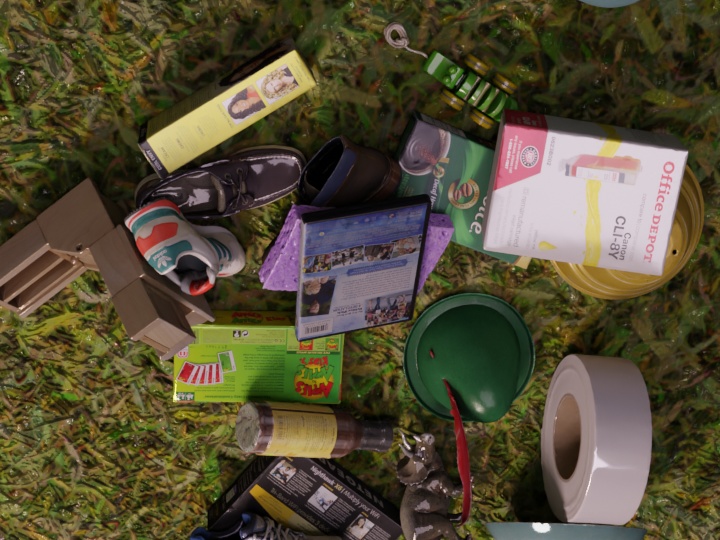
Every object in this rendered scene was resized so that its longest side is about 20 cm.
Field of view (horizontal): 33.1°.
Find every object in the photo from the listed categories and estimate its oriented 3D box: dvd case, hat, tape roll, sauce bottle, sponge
[{"bbox_3d":[0.000,0.000,1.344,0.142,0.018,0.200,-10,140,-15],"label":"dvd case"},{"bbox_3d":[0.146,0.149,1.425,0.165,0.176,0.201,-20,111,1],"label":"hat"},{"bbox_3d":[0.278,0.202,1.450,0.071,0.203,0.203,4,110,-9],"label":"tape roll"},{"bbox_3d":[-0.051,0.194,1.453,0.199,0.065,0.065,10,110,-32],"label":"sauce bottle"},{"bbox_3d":[-0.004,-0.021,1.357,0.199,0.030,0.112,3,136,-27],"label":"sponge"}]

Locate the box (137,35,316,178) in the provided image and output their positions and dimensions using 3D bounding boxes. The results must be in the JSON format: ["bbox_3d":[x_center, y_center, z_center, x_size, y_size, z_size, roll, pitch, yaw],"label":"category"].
[{"bbox_3d":[-0.147,-0.180,1.325,0.200,0.075,0.050,-31,113,4],"label":"box"}]

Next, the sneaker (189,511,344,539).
[{"bbox_3d":[-0.114,0.336,1.465,0.199,0.077,0.085,-6,107,-4],"label":"sneaker"}]

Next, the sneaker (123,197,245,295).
[{"bbox_3d":[-0.181,-0.007,1.328,0.070,0.094,0.200,-31,156,12],"label":"sneaker"}]

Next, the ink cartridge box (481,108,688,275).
[{"bbox_3d":[0.242,-0.085,1.323,0.199,0.083,0.146,9,108,2],"label":"ink cartridge box"}]

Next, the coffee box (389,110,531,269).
[{"bbox_3d":[0.128,-0.092,1.404,0.199,0.044,0.123,22,107,-14],"label":"coffee box"}]

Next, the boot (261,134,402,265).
[{"bbox_3d":[-0.056,-0.074,1.352,0.200,0.075,0.097,-41,142,14],"label":"boot"}]

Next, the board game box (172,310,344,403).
[{"bbox_3d":[-0.122,0.103,1.447,0.199,0.048,0.102,1,111,-7],"label":"board game box"}]

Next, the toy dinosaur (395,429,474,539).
[{"bbox_3d":[0.088,0.298,1.519,0.102,0.077,0.201,2,89,-7],"label":"toy dinosaur"}]

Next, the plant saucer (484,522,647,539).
[{"bbox_3d":[0.254,0.335,1.504,0.199,0.200,0.036,5,77,-8],"label":"plant saucer"}]

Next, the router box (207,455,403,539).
[{"bbox_3d":[-0.068,0.315,1.529,0.200,0.052,0.157,40,101,-18],"label":"router box"}]

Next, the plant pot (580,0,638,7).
[{"bbox_3d":[0.262,-0.354,1.262,0.200,0.201,0.135,-21,147,2],"label":"plant pot"}]

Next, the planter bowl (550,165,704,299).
[{"bbox_3d":[0.322,-0.045,1.424,0.200,0.083,0.201,-2,110,-6],"label":"planter bowl"}]

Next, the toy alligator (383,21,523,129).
[{"bbox_3d":[0.112,-0.212,1.352,0.200,0.054,0.059,30,104,-16],"label":"toy alligator"}]

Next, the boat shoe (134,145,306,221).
[{"bbox_3d":[-0.156,-0.091,1.361,0.199,0.065,0.072,-10,110,-4],"label":"boat shoe"}]

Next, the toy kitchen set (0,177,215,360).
[{"bbox_3d":[-0.286,0.046,1.355,0.180,0.200,0.163,-36,152,7],"label":"toy kitchen set"}]
